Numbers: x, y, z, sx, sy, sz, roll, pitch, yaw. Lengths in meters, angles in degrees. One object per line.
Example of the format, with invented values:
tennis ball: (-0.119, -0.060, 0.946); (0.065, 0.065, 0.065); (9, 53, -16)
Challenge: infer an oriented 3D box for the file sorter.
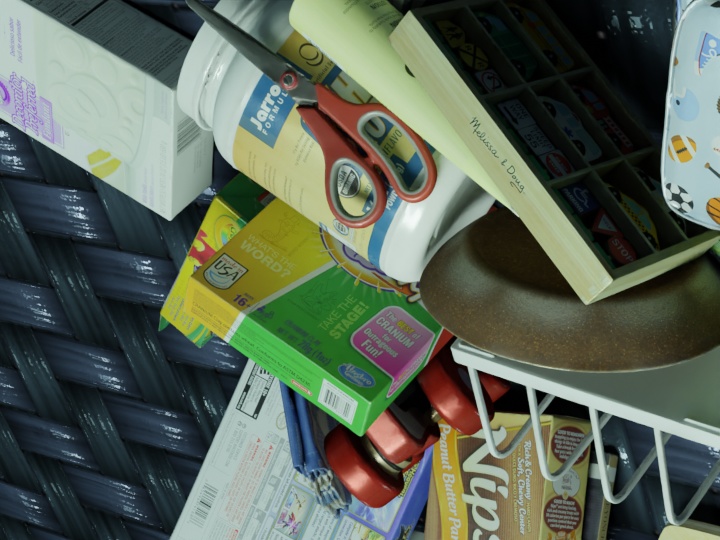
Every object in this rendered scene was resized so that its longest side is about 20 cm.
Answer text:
file sorter: (0.187, 0.075, 1.237); (0.200, 0.139, 0.125); (18, 140, 33)

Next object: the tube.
tube: (0.044, -0.109, 1.141); (0.200, 0.058, 0.052); (43, 171, 17)

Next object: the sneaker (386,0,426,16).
sneaker: (-0.002, -0.259, 1.137); (0.146, 0.077, 0.202); (27, 139, 19)

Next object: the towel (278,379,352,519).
towel: (-0.038, 0.100, 1.419); (0.200, 0.024, 0.147); (70, -171, -73)

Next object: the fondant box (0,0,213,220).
fondant box: (-0.207, -0.147, 1.474); (0.200, 0.058, 0.144); (32, 143, 20)

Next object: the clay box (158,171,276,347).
clay box: (-0.085, -0.022, 1.428); (0.048, 0.115, 0.200); (40, 145, 7)

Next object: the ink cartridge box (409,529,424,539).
ink cartridge box: (0.125, 0.297, 1.542); (0.200, 0.084, 0.146); (7, 143, 41)

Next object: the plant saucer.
plant saucer: (0.137, 0.000, 1.168); (0.200, 0.200, 0.037); (19, 122, 31)

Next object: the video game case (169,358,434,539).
video game case: (-0.042, 0.182, 1.545); (0.181, 0.045, 0.200); (27, 97, 24)

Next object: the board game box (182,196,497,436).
board game box: (0.000, 0.000, 1.292); (0.153, 0.200, 0.040); (34, 142, 14)

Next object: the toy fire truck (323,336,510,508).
toy fire truck: (0.009, 0.064, 1.364); (0.112, 0.200, 0.168); (-40, 91, 16)

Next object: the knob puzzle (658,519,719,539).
knob puzzle: (0.296, 0.254, 1.395); (0.219, 0.030, 0.220); (27, 142, 24)

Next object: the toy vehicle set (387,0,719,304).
toy vehicle set: (0.117, -0.079, 1.118); (0.200, 0.124, 0.027); (54, 131, 14)

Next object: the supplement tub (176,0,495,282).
supplement tub: (-0.006, -0.101, 1.244); (0.200, 0.145, 0.145); (35, 143, 13)

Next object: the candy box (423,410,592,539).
candy box: (0.105, 0.206, 1.413); (0.115, 0.200, 0.055); (0, 170, 44)

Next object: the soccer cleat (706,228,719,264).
soccer cleat: (0.282, -0.026, 1.097); (0.200, 0.065, 0.084); (-2, 137, 48)

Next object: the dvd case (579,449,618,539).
dvd case: (0.119, 0.230, 1.445); (0.149, 0.200, 0.016); (4, 173, 42)

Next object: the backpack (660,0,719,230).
backpack: (0.255, -0.097, 0.996); (0.190, 0.154, 0.200); (14, 133, 21)

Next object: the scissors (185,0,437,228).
scissors: (-0.030, -0.114, 1.171); (0.073, 0.014, 0.200); (-38, 79, 16)
